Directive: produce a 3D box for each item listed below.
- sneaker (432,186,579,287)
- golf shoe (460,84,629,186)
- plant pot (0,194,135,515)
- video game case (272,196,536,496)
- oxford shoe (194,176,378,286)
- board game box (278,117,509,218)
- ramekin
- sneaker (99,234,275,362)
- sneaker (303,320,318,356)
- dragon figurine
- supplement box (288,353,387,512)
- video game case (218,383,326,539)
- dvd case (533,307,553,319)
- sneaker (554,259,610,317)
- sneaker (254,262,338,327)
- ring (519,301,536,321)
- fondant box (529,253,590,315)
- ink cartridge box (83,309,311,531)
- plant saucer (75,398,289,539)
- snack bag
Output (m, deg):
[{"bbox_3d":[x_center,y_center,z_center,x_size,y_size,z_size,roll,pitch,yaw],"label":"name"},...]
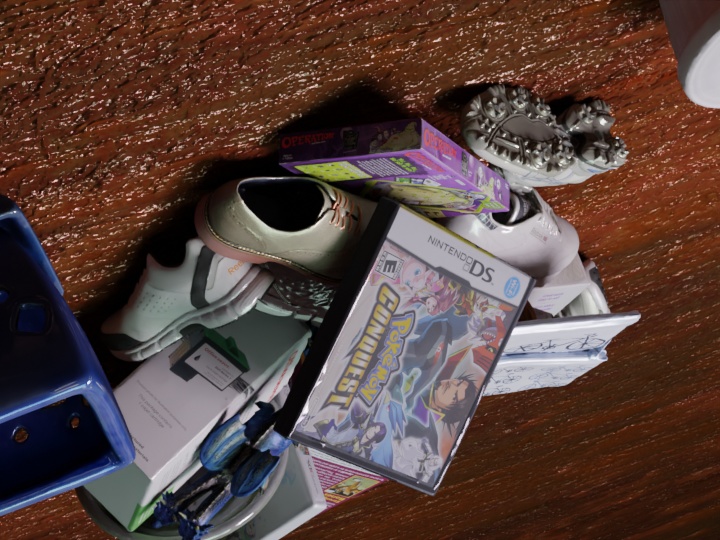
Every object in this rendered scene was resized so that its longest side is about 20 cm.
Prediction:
[{"bbox_3d":[0.144,-0.038,1.669,0.199,0.077,0.080,4,141,-50],"label":"sneaker"},{"bbox_3d":[0.132,-0.094,1.522,0.097,0.079,0.199,-30,157,35],"label":"golf shoe"},{"bbox_3d":[-0.288,0.067,1.331,0.198,0.181,0.200,-20,158,-5],"label":"plant pot"},{"bbox_3d":[0.039,0.065,1.486,0.180,0.025,0.201,26,88,-43],"label":"video game case"},{"bbox_3d":[-0.025,-0.033,1.446,0.198,0.071,0.074,5,160,-27],"label":"oxford shoe"},{"bbox_3d":[0.030,-0.076,1.463,0.119,0.033,0.200,0,168,23],"label":"board game box"},{"bbox_3d":[0.313,-0.214,1.385,0.201,0.095,0.203,-20,158,-8],"label":"ramekin"},{"bbox_3d":[-0.154,0.013,1.517,0.199,0.080,0.074,-25,-160,43],"label":"sneaker"},{"bbox_3d":[-0.010,0.083,1.607,0.078,0.200,0.066,38,95,-32],"label":"sneaker"},{"bbox_3d":[-0.095,0.152,1.556,0.200,0.059,0.099,-49,172,21],"label":"dragon figurine"},{"bbox_3d":[-0.060,0.167,1.838,0.130,0.104,0.199,21,142,-39],"label":"supplement box"},{"bbox_3d":[-0.130,0.185,1.767,0.200,0.183,0.024,-36,151,31],"label":"video game case"},{"bbox_3d":[0.062,0.052,1.752,0.198,0.018,0.143,18,143,-21],"label":"dvd case"},{"bbox_3d":[0.210,0.052,1.955,0.080,0.076,0.200,-9,156,-10],"label":"sneaker"},{"bbox_3d":[0.000,0.000,1.551,0.198,0.076,0.116,12,138,-17],"label":"sneaker"},{"bbox_3d":[0.060,0.032,1.671,0.198,0.019,0.201,10,150,5],"label":"ring"},{"bbox_3d":[0.112,0.044,1.848,0.143,0.059,0.200,-5,152,-36],"label":"fondant box"},{"bbox_3d":[-0.147,0.113,1.607,0.200,0.084,0.146,-44,172,-28],"label":"ink cartridge box"},{"bbox_3d":[-0.160,0.178,1.692,0.198,0.201,0.050,-19,138,-9],"label":"plant saucer"},{"bbox_3d":[0.140,0.080,1.674,0.187,0.022,0.200,-4,161,-21],"label":"snack bag"}]
